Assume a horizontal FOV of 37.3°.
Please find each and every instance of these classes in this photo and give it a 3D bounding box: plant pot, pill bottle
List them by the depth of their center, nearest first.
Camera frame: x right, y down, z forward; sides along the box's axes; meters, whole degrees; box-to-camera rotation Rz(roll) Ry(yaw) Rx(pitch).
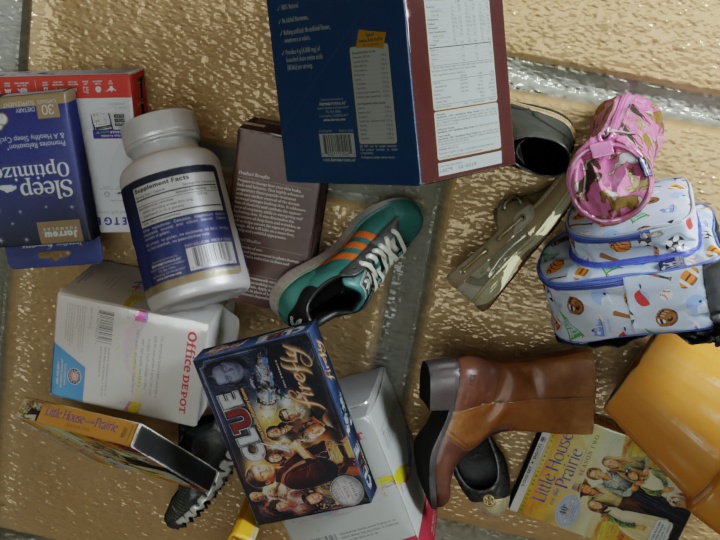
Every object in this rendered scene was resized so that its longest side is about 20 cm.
[{"bbox_3d":[-0.192,-0.063,1.130,0.111,0.111,0.201,-16,83,13],"label":"pill bottle"},{"bbox_3d":[0.370,0.151,1.140,0.183,0.200,0.201,34,110,12],"label":"plant pot"}]

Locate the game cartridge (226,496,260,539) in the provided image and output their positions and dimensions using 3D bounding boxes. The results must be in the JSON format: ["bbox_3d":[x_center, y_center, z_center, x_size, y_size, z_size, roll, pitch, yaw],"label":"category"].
[{"bbox_3d":[-0.147,0.326,1.252,0.032,0.200,0.177,22,109,-3],"label":"game cartridge"}]

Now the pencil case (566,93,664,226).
[{"bbox_3d":[0.256,-0.115,1.057,0.083,0.200,0.087,39,118,1],"label":"pencil case"}]

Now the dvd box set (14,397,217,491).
[{"bbox_3d":[-0.283,0.200,1.231,0.199,0.029,0.146,6,154,35],"label":"dvd box set"}]

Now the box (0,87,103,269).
[{"bbox_3d":[-0.360,-0.096,1.184,0.121,0.032,0.201,-4,108,9],"label":"box"}]

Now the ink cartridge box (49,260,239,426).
[{"bbox_3d":[-0.234,0.083,1.225,0.199,0.125,0.129,12,109,4],"label":"ink cartridge box"}]

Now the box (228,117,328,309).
[{"bbox_3d":[-0.094,-0.061,1.189,0.100,0.075,0.201,12,111,5],"label":"box"}]

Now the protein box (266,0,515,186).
[{"bbox_3d":[0.027,-0.193,1.038,0.198,0.135,0.201,7,106,48],"label":"protein box"}]

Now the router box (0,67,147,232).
[{"bbox_3d":[-0.337,-0.135,1.210,0.199,0.049,0.180,-1,107,8],"label":"router box"}]

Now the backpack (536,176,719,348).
[{"bbox_3d":[0.279,-0.002,1.100,0.190,0.200,0.155,-19,102,20],"label":"backpack"}]

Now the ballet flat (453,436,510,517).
[{"bbox_3d":[0.127,0.205,1.250,0.066,0.057,0.201,-17,105,14],"label":"ballet flat"}]

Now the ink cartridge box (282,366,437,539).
[{"bbox_3d":[-0.013,0.239,1.234,0.145,0.145,0.201,-17,105,14],"label":"ink cartridge box"}]

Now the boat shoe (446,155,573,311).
[{"bbox_3d":[0.172,-0.050,1.156,0.065,0.072,0.200,39,105,8],"label":"boat shoe"}]

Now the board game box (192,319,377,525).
[{"bbox_3d":[-0.078,0.163,1.124,0.135,0.035,0.201,-15,104,18],"label":"board game box"}]

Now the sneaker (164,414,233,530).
[{"bbox_3d":[-0.193,0.225,1.301,0.090,0.066,0.200,38,107,1],"label":"sneaker"}]

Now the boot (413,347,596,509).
[{"bbox_3d":[0.163,0.177,1.202,0.199,0.068,0.189,-2,103,-13],"label":"boot"}]

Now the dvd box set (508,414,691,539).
[{"bbox_3d":[0.292,0.250,1.255,0.199,0.029,0.147,20,109,1],"label":"dvd box set"}]

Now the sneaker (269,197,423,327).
[{"bbox_3d":[0.000,0.000,1.153,0.200,0.080,0.072,-39,130,-13],"label":"sneaker"}]

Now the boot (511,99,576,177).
[{"bbox_3d":[0.124,-0.145,1.095,0.199,0.138,0.078,7,109,7],"label":"boot"}]
